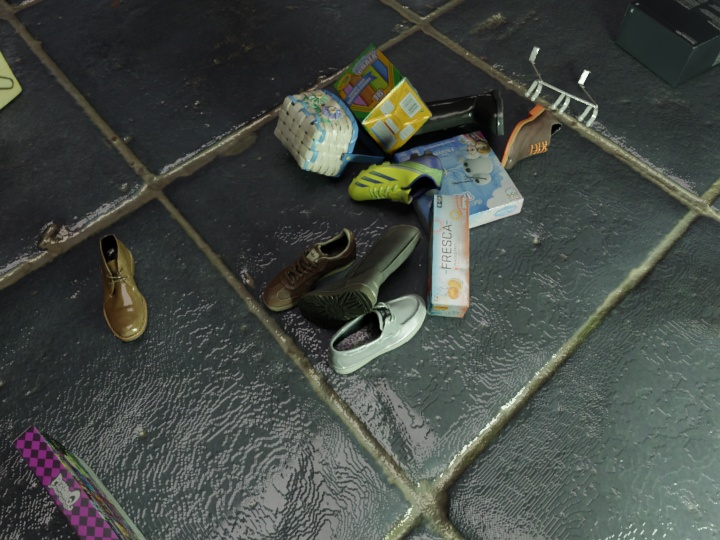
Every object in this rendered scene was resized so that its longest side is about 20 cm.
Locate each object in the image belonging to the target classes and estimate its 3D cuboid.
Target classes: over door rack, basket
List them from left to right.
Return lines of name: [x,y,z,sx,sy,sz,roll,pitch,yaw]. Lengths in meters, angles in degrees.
basket: [-0.059,-0.275,1.162,0.197,0.141,0.177,-8,48,-48]
over door rack: [0.434,-0.396,1.256,0.144,0.067,0.203,22,44,-5]

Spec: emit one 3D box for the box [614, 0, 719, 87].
box: [0.744,-0.559,1.350,0.178,0.106,0.202,-25,59,-17]

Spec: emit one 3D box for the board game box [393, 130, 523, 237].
board game box: [0.189,-0.174,1.136,0.194,0.044,0.203,-17,58,-9]

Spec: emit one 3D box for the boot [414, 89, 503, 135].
boot: [0.191,-0.312,1.176,0.193,0.068,0.166,-4,29,11]

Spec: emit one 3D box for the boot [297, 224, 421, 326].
boot: [0.000,0.002,0.997,0.177,0.074,0.202,-10,34,35]

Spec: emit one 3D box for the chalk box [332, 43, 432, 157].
chalk box: [0.034,-0.362,1.185,0.124,0.124,0.202,-42,49,12]

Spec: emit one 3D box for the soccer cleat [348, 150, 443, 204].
soccer cleat: [0.063,-0.161,1.087,0.194,0.064,0.087,-14,68,22]

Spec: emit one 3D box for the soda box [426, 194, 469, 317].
soda box: [0.152,-0.026,0.999,0.066,0.064,0.207,5,69,0]

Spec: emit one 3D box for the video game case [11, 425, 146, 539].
video game case: [-0.342,0.306,0.737,0.198,0.184,0.036,38,63,23]

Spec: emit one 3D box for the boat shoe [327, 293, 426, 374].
boat shoe: [0.031,0.093,0.941,0.198,0.072,0.070,-32,61,-19]

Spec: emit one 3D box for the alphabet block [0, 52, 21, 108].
alphabet block: [-0.904,-0.429,1.233,0.191,0.198,0.203,22,57,13]

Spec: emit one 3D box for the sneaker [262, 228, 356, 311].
sneaker: [-0.092,-0.011,1.010,0.198,0.077,0.070,-35,62,-21]

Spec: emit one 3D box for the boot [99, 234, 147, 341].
boot: [-0.420,0.026,0.992,0.071,0.076,0.204,-18,59,-14]

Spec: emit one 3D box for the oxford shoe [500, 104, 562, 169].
oxford shoe: [0.352,-0.269,1.183,0.072,0.072,0.201,33,62,17]
